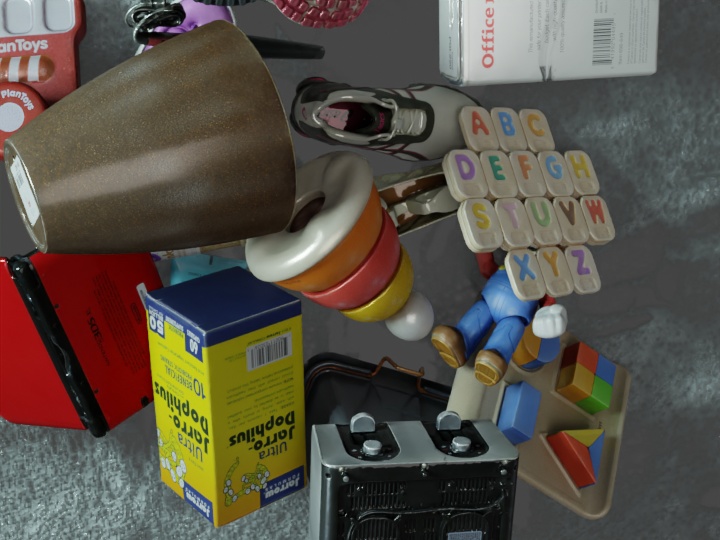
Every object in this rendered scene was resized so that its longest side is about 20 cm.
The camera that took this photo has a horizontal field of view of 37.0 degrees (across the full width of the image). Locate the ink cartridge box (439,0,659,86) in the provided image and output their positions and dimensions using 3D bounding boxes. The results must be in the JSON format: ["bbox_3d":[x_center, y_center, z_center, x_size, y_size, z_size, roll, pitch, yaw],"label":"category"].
[{"bbox_3d":[0.176,-0.257,1.026,0.197,0.085,0.148,-5,107,-11],"label":"ink cartridge box"}]

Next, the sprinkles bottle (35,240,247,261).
[{"bbox_3d":[-0.206,-0.040,1.027,0.197,0.068,0.069,-11,108,-7],"label":"sprinkles bottle"}]

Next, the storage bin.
[{"bbox_3d":[0.032,0.175,1.099,0.198,0.134,0.147,17,103,-15],"label":"storage bin"}]

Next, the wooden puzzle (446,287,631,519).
[{"bbox_3d":[0.193,0.129,1.104,0.199,0.046,0.187,30,55,-15],"label":"wooden puzzle"}]

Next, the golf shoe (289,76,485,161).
[{"bbox_3d":[0.032,-0.139,1.033,0.197,0.088,0.078,1,104,-12],"label":"golf shoe"}]

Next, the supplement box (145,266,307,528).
[{"bbox_3d":[-0.125,0.116,1.017,0.109,0.108,0.203,-18,118,-36],"label":"supplement box"}]

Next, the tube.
[{"bbox_3d":[-0.166,0.083,1.085,0.076,0.050,0.203,8,100,-14],"label":"tube"}]

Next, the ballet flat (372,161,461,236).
[{"bbox_3d":[0.041,-0.066,1.068,0.198,0.062,0.068,-23,110,-3],"label":"ballet flat"}]

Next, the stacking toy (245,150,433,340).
[{"bbox_3d":[0.000,0.000,1.021,0.146,0.146,0.200,-42,122,4],"label":"stacking toy"}]

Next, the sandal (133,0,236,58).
[{"bbox_3d":[-0.186,-0.171,1.002,0.082,0.050,0.203,39,96,-18],"label":"sandal"}]

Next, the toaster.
[{"bbox_3d":[0.045,0.233,0.984,0.178,0.119,0.203,-1,108,-8],"label":"toaster"}]

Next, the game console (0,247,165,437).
[{"bbox_3d":[-0.277,0.045,1.010,0.172,0.118,0.202,-34,128,-26],"label":"game console"}]

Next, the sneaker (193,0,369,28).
[{"bbox_3d":[-0.078,-0.280,0.982,0.198,0.075,0.081,7,125,-25],"label":"sneaker"}]

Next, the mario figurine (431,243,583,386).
[{"bbox_3d":[0.150,0.005,1.064,0.123,0.106,0.201,39,68,-7],"label":"mario figurine"}]

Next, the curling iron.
[{"bbox_3d":[-0.117,-0.212,0.983,0.198,0.026,0.050,6,145,-34],"label":"curling iron"}]

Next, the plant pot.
[{"bbox_3d":[-0.183,-0.091,0.890,0.198,0.186,0.189,-21,110,-25],"label":"plant pot"}]

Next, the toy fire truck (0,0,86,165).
[{"bbox_3d":[-0.341,-0.166,0.954,0.197,0.112,0.170,-4,81,-2],"label":"toy fire truck"}]

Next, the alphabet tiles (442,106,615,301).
[{"bbox_3d":[0.166,-0.069,1.037,0.198,0.015,0.198,-4,71,-37],"label":"alphabet tiles"}]
